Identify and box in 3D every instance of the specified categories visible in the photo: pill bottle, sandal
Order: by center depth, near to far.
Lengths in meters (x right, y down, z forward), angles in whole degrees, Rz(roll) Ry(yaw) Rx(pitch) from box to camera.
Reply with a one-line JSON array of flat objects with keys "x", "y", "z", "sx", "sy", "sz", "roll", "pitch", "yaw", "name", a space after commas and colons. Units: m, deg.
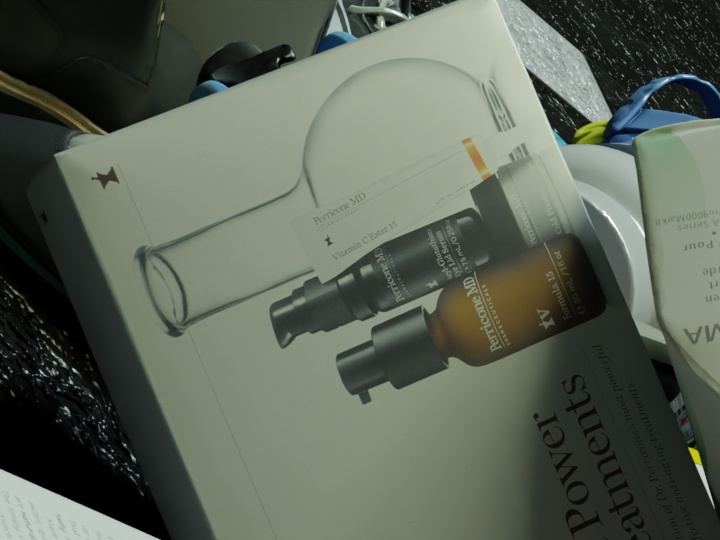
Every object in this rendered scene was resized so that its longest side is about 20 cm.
[{"x": 0.107, "y": 0.003, "z": 1.324, "sx": 0.120, "sy": 0.120, "sz": 0.200, "roll": 51, "pitch": 18, "yaw": 11, "name": "pill bottle"}, {"x": 0.165, "y": -0.053, "z": 1.641, "sx": 0.079, "sy": 0.087, "sz": 0.200, "roll": 43, "pitch": 20, "yaw": -19, "name": "sandal"}]

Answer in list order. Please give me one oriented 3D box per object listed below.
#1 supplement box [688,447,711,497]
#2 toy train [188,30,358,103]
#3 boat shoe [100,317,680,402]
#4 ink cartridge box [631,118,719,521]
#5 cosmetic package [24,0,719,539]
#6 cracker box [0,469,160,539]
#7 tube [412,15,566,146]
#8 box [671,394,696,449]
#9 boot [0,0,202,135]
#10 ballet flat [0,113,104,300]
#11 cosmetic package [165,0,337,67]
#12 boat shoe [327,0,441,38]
[{"x": 0.119, "y": 0.141, "z": 1.070, "sx": 0.200, "sy": 0.109, "sz": 0.109, "roll": 21, "pitch": 31, "yaw": -56, "name": "supplement box"}, {"x": 0.000, "y": 0.000, "z": 1.091, "sx": 0.086, "sy": 0.115, "sz": 0.200, "roll": -23, "pitch": 49, "yaw": -27, "name": "toy train"}, {"x": 0.013, "y": 0.028, "z": 0.956, "sx": 0.199, "sy": 0.062, "sz": 0.075, "roll": 10, "pitch": 3, "yaw": -24, "name": "boat shoe"}, {"x": 0.124, "y": 0.080, "z": 0.878, "sx": 0.161, "sy": 0.050, "sz": 0.201, "roll": 68, "pitch": 17, "yaw": -48, "name": "ink cartridge box"}, {"x": 0.008, "y": 0.036, "z": 0.888, "sx": 0.201, "sy": 0.150, "sz": 0.052, "roll": 66, "pitch": -19, "yaw": 3, "name": "cosmetic package"}, {"x": -0.079, "y": 0.118, "z": 0.732, "sx": 0.200, "sy": 0.058, "sz": 0.134, "roll": 29, "pitch": 26, "yaw": -43, "name": "cracker box"}, {"x": 0.067, "y": -0.075, "z": 1.532, "sx": 0.200, "sy": 0.050, "sz": 0.077, "roll": 51, "pitch": 5, "yaw": 24, "name": "tube"}, {"x": 0.216, "y": 0.135, "z": 1.424, "sx": 0.160, "sy": 0.044, "sz": 0.200, "roll": 43, "pitch": 18, "yaw": -17, "name": "box"}, {"x": -0.077, "y": -0.109, "z": 1.093, "sx": 0.078, "sy": 0.138, "sz": 0.200, "roll": 52, "pitch": 17, "yaw": 14, "name": "boot"}, {"x": -0.058, "y": 0.003, "z": 1.014, "sx": 0.200, "sy": 0.073, "sz": 0.073, "roll": 48, "pitch": 17, "yaw": 0, "name": "ballet flat"}, {"x": -0.057, "y": -0.168, "z": 1.298, "sx": 0.087, "sy": 0.104, "sz": 0.200, "roll": 13, "pitch": 26, "yaw": -12, "name": "cosmetic package"}, {"x": 0.008, "y": -0.086, "z": 1.333, "sx": 0.200, "sy": 0.068, "sz": 0.074, "roll": -100, "pitch": -172, "yaw": -70, "name": "boat shoe"}]
